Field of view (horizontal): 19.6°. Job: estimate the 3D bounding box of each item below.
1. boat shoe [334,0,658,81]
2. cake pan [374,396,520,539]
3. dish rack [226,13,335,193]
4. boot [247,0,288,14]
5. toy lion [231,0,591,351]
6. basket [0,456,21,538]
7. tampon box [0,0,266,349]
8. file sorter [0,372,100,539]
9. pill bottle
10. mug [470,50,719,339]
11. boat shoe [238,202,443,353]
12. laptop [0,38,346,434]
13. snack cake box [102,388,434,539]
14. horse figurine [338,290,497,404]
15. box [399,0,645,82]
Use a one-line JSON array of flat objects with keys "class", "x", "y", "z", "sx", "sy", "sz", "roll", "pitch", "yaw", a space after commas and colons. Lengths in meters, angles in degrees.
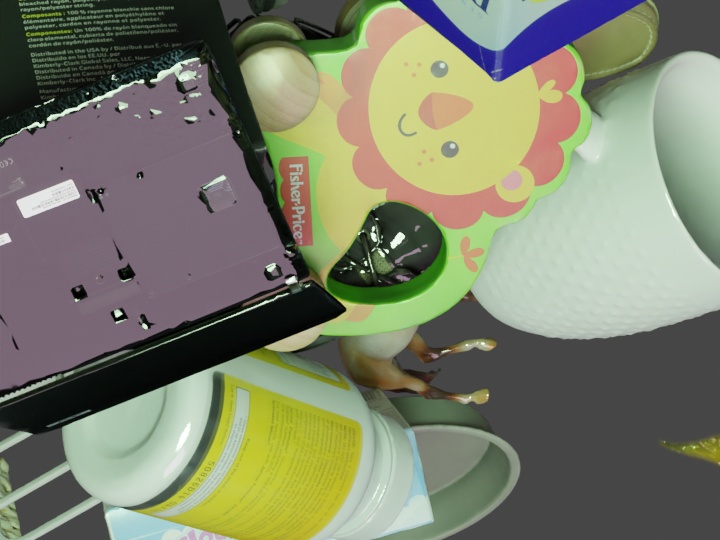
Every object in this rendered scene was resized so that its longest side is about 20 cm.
[{"class": "boat shoe", "x": 0.087, "y": -0.127, "z": 1.187, "sx": 0.200, "sy": 0.065, "sz": 0.072, "roll": -3, "pitch": 124, "yaw": -23}, {"class": "cake pan", "x": 0.015, "y": 0.151, "z": 1.517, "sx": 0.200, "sy": 0.037, "sz": 0.200, "roll": -10, "pitch": 148, "yaw": -6}, {"class": "dish rack", "x": -0.067, "y": -0.060, "z": 1.232, "sx": 0.153, "sy": 0.055, "sz": 0.200, "roll": 23, "pitch": 126, "yaw": -41}, {"class": "boot", "x": 0.008, "y": -0.212, "z": 1.070, "sx": 0.132, "sy": 0.070, "sz": 0.200, "roll": -8, "pitch": 146, "yaw": -21}, {"class": "toy lion", "x": 0.027, "y": -0.063, "z": 1.119, "sx": 0.191, "sy": 0.069, "sz": 0.200, "roll": -3, "pitch": 112, "yaw": -4}, {"class": "basket", "x": -0.343, "y": 0.195, "z": 1.351, "sx": 0.200, "sy": 0.161, "sz": 0.198, "roll": -30, "pitch": 140, "yaw": 14}, {"class": "tampon box", "x": -0.138, "y": -0.079, "z": 1.064, "sx": 0.126, "sy": 0.200, "sz": 0.150, "roll": -5, "pitch": 141, "yaw": -17}, {"class": "file sorter", "x": -0.234, "y": 0.065, "z": 1.265, "sx": 0.139, "sy": 0.125, "sz": 0.200, "roll": -30, "pitch": 141, "yaw": 16}, {"class": "pill bottle", "x": -0.063, "y": 0.097, "z": 1.189, "sx": 0.112, "sy": 0.112, "sz": 0.200, "roll": -39, "pitch": 141, "yaw": 25}, {"class": "mug", "x": 0.132, "y": -0.043, "z": 1.234, "sx": 0.175, "sy": 0.148, "sz": 0.200, "roll": -22, "pitch": 143, "yaw": 40}, {"class": "boat shoe", "x": 0.000, "y": 0.000, "z": 1.203, "sx": 0.200, "sy": 0.065, "sz": 0.072, "roll": -29, "pitch": 104, "yaw": 32}, {"class": "laptop", "x": -0.117, "y": -0.007, "z": 0.990, "sx": 0.177, "sy": 0.103, "sz": 0.200, "roll": -22, "pitch": 116, "yaw": 4}, {"class": "snack cake box", "x": -0.064, "y": 0.143, "z": 1.343, "sx": 0.200, "sy": 0.115, "sz": 0.067, "roll": -15, "pitch": 103, "yaw": -7}, {"class": "horse figurine", "x": 0.034, "y": 0.035, "z": 1.384, "sx": 0.132, "sy": 0.050, "sz": 0.200, "roll": 6, "pitch": 144, "yaw": -9}, {"class": "box", "x": 0.109, "y": -0.224, "z": 1.005, "sx": 0.184, "sy": 0.105, "sz": 0.200, "roll": -30, "pitch": 148, "yaw": -26}]
